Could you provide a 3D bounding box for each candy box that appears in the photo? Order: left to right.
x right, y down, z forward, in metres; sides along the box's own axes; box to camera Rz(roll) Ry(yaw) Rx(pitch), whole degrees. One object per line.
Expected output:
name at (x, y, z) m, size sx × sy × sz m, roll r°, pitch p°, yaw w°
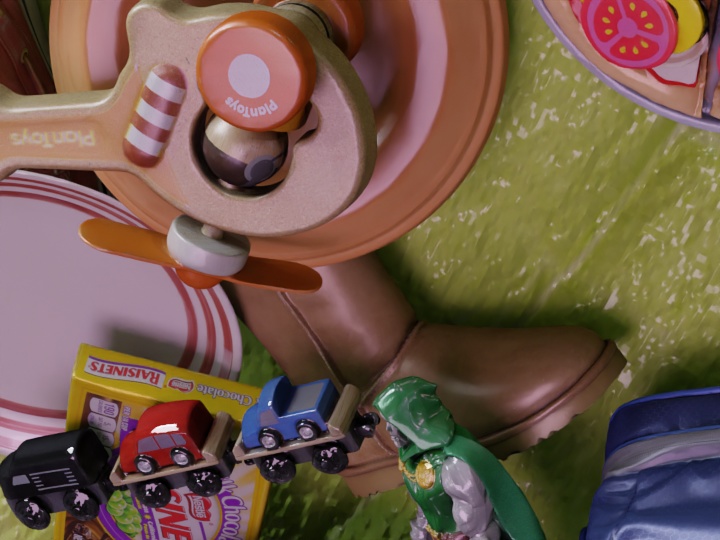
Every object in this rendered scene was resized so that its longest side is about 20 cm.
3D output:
candy box at (-0.097, 0.115, 1.294) m, size 0.102 × 0.026 × 0.200 m, roll 12°, pitch 139°, yaw -1°

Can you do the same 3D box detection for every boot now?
boot at (0.000, 0.000, 1.193) m, size 0.175 × 0.066 × 0.200 m, roll -24°, pitch 107°, yaw 35°

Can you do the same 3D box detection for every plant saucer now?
plant saucer at (-0.037, -0.095, 1.125) m, size 0.199 × 0.037 × 0.201 m, roll 2°, pitch 104°, yaw 8°

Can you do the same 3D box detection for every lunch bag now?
lunch bag at (0.187, 0.124, 1.149) m, size 0.199 × 0.133 × 0.136 m, roll -5°, pitch 134°, yaw 26°

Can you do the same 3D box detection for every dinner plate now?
dinner plate at (-0.152, 0.019, 1.239) m, size 0.199 × 0.024 × 0.201 m, roll 5°, pitch 137°, yaw 5°

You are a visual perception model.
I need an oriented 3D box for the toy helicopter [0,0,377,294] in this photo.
toy helicopter at (-0.089, -0.049, 1.099) m, size 0.199 × 0.079 × 0.133 m, roll 0°, pitch 112°, yaw 19°

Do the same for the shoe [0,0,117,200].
shoe at (-0.173, -0.067, 1.213) m, size 0.071 × 0.091 × 0.201 m, roll -6°, pitch 117°, yaw 27°

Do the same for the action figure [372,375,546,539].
action figure at (0.054, 0.133, 1.171) m, size 0.118 × 0.055 × 0.200 m, roll 20°, pitch 137°, yaw 65°

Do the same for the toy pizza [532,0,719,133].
toy pizza at (0.149, -0.139, 1.062) m, size 0.200 × 0.032 × 0.201 m, roll 11°, pitch 123°, yaw 18°

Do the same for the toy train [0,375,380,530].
toy train at (-0.082, 0.080, 1.208) m, size 0.199 × 0.034 × 0.046 m, roll -13°, pitch 121°, yaw 27°
